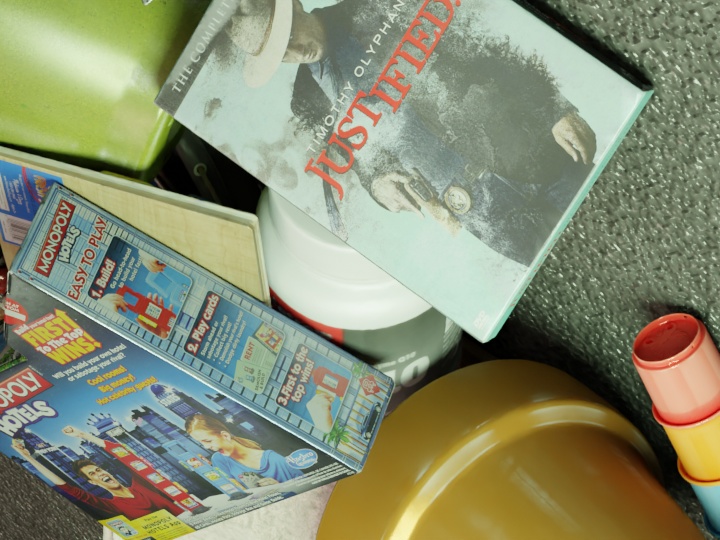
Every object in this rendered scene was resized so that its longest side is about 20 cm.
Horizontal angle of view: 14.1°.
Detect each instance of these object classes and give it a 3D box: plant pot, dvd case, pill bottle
[{"bbox_3d":[-0.165,-0.139,1.472,0.192,0.201,0.201,28,156,1],"label":"plant pot"},{"bbox_3d":[0.017,-0.081,1.360,0.200,0.146,0.022,37,-161,12],"label":"dvd case"},{"bbox_3d":[0.000,0.000,1.529,0.114,0.114,0.200,33,155,18],"label":"pill bottle"},{"bbox_3d":[0.104,0.173,1.496,0.183,0.200,0.201,35,160,50],"label":"plant pot"}]

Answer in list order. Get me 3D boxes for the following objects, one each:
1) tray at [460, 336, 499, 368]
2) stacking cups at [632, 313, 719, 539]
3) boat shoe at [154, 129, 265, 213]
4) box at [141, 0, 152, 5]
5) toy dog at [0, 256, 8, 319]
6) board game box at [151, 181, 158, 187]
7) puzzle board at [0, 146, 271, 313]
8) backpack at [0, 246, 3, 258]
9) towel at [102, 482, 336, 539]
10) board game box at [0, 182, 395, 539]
[{"bbox_3d":[-0.003,0.056,1.644,0.200,0.099,0.037,33,144,18],"label":"tray"},{"bbox_3d":[0.197,0.108,1.494,0.060,0.061,0.200,14,143,46],"label":"stacking cups"},{"bbox_3d":[-0.121,-0.100,1.606,0.202,0.060,0.072,48,155,-15],"label":"boat shoe"},{"bbox_3d":[-0.143,-0.228,1.313,0.200,0.047,0.193,48,-170,-18],"label":"box"},{"bbox_3d":[-0.254,-0.008,1.757,0.201,0.131,0.096,59,151,11],"label":"toy dog"},{"bbox_3d":[-0.234,-0.105,1.773,0.200,0.056,0.196,48,155,-16],"label":"board game box"},{"bbox_3d":[-0.114,0.007,1.512,0.150,0.017,0.200,16,150,13],"label":"puzzle board"},{"bbox_3d":[-0.271,-0.079,1.623,0.190,0.154,0.200,30,142,-3],"label":"backpack"},{"bbox_3d":[-0.057,0.145,1.605,0.199,0.034,0.133,16,116,25],"label":"towel"},{"bbox_3d":[-0.122,0.049,1.497,0.200,0.062,0.200,40,142,-23],"label":"board game box"}]
